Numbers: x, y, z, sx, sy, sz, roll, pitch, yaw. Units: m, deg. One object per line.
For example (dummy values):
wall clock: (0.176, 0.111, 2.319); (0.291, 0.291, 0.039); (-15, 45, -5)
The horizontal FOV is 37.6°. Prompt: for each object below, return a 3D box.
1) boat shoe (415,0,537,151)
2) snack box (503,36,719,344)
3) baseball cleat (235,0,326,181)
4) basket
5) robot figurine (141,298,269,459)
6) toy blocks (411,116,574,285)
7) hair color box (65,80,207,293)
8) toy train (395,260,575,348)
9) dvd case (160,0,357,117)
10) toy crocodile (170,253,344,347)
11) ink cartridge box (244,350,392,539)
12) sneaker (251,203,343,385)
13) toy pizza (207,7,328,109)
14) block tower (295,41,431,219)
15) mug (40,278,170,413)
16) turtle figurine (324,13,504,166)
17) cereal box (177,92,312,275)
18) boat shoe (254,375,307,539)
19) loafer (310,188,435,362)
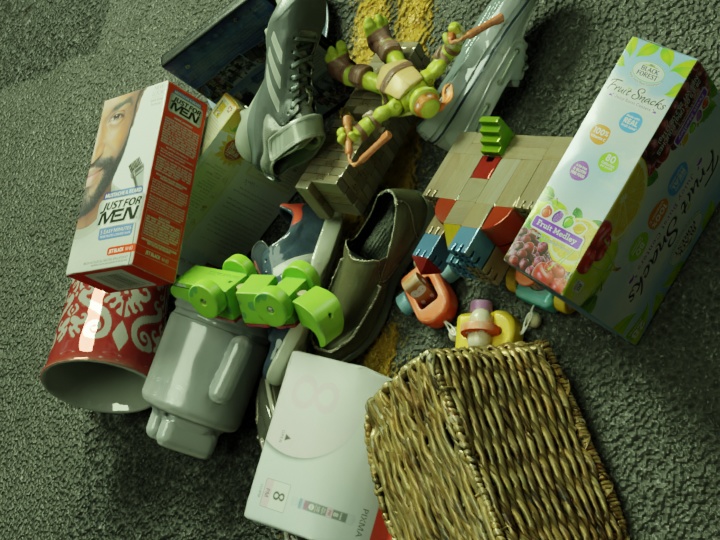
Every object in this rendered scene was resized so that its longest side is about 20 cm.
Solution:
boat shoe: (0.133, -0.206, 1.057); (0.201, 0.066, 0.074); (-56, 11, 9)
snack box: (0.222, -0.058, 0.857); (0.067, 0.168, 0.202); (33, 93, 37)
baseball cleat: (-0.060, -0.187, 1.061); (0.106, 0.069, 0.202); (40, 121, 33)
basket: (0.107, 0.177, 0.899); (0.143, 0.147, 0.202); (-47, 55, 43)
robot figurine: (-0.162, 0.095, 1.133); (0.169, 0.112, 0.203); (8, 77, 59)
toy blocks: (0.120, -0.052, 0.948); (0.199, 0.100, 0.138); (12, 66, 53)
hair color box: (-0.233, -0.085, 1.105); (0.110, 0.064, 0.203); (-8, 65, 38)
toy train: (0.117, 0.007, 0.988); (0.199, 0.055, 0.152); (-35, 55, 23)
dvd case: (-0.098, -0.217, 1.147); (0.142, 0.199, 0.018); (-31, 54, 23)
toy crocodile: (-0.103, 0.029, 1.039); (0.198, 0.063, 0.068); (7, 32, 30)
ink cartridge box: (0.006, 0.176, 0.973); (0.197, 0.057, 0.165); (10, 76, 27)
sneaker: (-0.082, 0.020, 1.101); (0.083, 0.075, 0.202); (16, 64, 3)
toy pizza: (-0.113, -0.269, 1.292); (0.198, 0.032, 0.203); (-14, 66, 33)
block tower: (0.010, -0.146, 1.098); (0.057, 0.054, 0.202); (10, 61, 40)
mug: (-0.300, 0.053, 1.241); (0.176, 0.133, 0.202); (-23, 49, 37)
turtle figurine: (0.043, -0.193, 1.037); (0.200, 0.064, 0.161); (-46, 45, 4)
cereal box: (-0.155, -0.081, 1.178); (0.201, 0.143, 0.040); (-50, 49, 10)
boat shoe: (-0.076, 0.196, 1.059); (0.057, 0.067, 0.202); (-33, 59, 17)
loafer: (0.000, 0.000, 1.073); (0.075, 0.069, 0.202); (28, 91, 41)
